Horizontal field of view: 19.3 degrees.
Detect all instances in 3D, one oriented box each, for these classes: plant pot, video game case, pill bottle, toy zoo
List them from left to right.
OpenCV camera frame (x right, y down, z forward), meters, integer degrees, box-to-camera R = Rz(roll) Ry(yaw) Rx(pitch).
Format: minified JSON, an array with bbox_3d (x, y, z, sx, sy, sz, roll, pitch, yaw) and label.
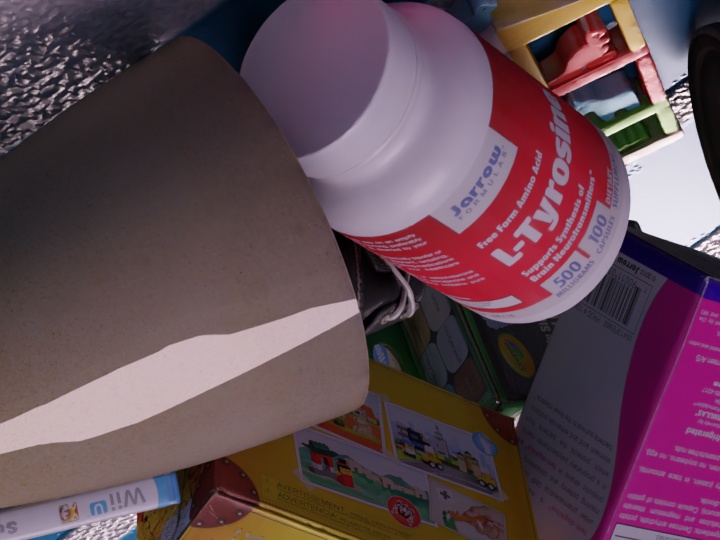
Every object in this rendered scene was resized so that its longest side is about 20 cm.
[{"bbox_3d":[-0.195,0.112,1.000,0.199,0.018,0.143,-12,-172,-16],"label":"video game case"},{"bbox_3d":[-0.128,0.022,0.936,0.199,0.188,0.188,-27,154,-19],"label":"plant pot"},{"bbox_3d":[0.035,-0.056,0.999,0.112,0.113,0.200,-34,144,22],"label":"pill bottle"},{"bbox_3d":[0.089,-0.093,1.106,0.131,0.021,0.200,-25,152,8],"label":"toy zoo"}]

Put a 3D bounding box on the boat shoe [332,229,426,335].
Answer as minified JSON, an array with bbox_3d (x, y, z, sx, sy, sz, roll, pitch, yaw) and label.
[{"bbox_3d":[0.000,0.000,1.070,0.067,0.072,0.200,4,-173,2],"label":"boat shoe"}]

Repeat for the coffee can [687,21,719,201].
[{"bbox_3d":[0.292,-0.091,1.119,0.199,0.147,0.147,-20,152,-5],"label":"coffee can"}]

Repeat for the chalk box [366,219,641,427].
[{"bbox_3d":[0.078,0.055,1.248,0.199,0.125,0.124,-3,146,-29],"label":"chalk box"}]

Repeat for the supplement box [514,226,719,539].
[{"bbox_3d":[0.153,0.090,1.142,0.103,0.101,0.201,16,101,-34],"label":"supplement box"}]

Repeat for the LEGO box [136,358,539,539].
[{"bbox_3d":[-0.011,0.115,1.081,0.199,0.149,0.077,24,123,-23],"label":"LEGO box"}]
